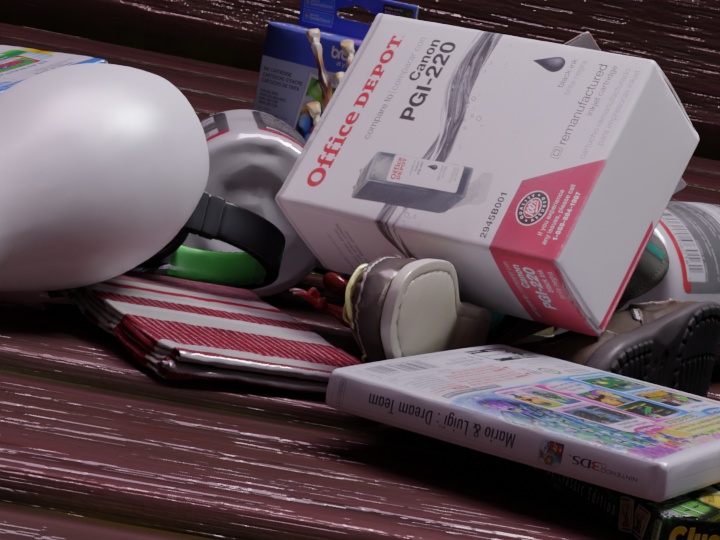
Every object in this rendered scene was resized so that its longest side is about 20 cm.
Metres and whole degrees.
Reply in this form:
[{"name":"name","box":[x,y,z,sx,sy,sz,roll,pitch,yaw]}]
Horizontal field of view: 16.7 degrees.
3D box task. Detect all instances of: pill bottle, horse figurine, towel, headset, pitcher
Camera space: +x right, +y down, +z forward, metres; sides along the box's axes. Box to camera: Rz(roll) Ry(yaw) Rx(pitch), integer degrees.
[{"name":"pill bottle","box":[0.208,0.010,1.639,0.114,0.114,0.200,17,10,35]},{"name":"horse figurine","box":[-0.003,-0.085,1.657,0.050,0.133,0.200,-14,-17,-8]},{"name":"towel","box":[-0.084,0.036,1.397,0.144,0.023,0.200,9,10,-29]},{"name":"headset","box":[-0.147,-0.018,1.494,0.200,0.094,0.124,18,-18,-14]},{"name":"pill bottle","box":[-0.079,-0.051,1.669,0.111,0.111,0.200,10,9,-7]},{"name":"pitcher","box":[-0.200,-0.041,1.376,0.200,0.121,0.172,-26,16,-37]}]

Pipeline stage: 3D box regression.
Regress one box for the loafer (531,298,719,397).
[{"name":"loafer","box":[0.158,0.047,1.458,0.071,0.073,0.200,16,9,28]}]

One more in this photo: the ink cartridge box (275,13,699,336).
[{"name":"ink cartridge box","box":[0.072,-0.060,1.431,0.200,0.146,0.085,13,-25,36]}]

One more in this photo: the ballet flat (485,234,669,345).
[{"name":"ballet flat","box":[0.113,0.017,1.507,0.064,0.067,0.200,26,-29,-26]}]

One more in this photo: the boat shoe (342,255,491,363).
[{"name":"boat shoe","box":[0.022,0.026,1.349,0.059,0.072,0.200,22,-2,16]}]

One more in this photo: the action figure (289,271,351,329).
[{"name":"action figure","box":[0.000,0.000,1.551,0.099,0.065,0.200,33,2,-19]}]

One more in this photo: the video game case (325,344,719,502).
[{"name":"video game case","box":[0.107,0.074,1.249,0.182,0.024,0.200,15,9,27]}]

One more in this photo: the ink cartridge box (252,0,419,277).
[{"name":"ink cartridge box","box":[-0.027,-0.105,1.789,0.119,0.200,0.042,18,9,40]}]

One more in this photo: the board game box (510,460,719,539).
[{"name":"board game box","box":[0.144,0.106,1.237,0.105,0.023,0.200,9,9,-26]}]

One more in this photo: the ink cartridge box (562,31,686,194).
[{"name":"ink cartridge box","box":[0.101,-0.070,1.613,0.200,0.176,0.045,49,11,-51]}]

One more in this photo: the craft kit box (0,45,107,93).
[{"name":"craft kit box","box":[-0.283,-0.092,1.504,0.200,0.049,0.197,-21,22,-30]}]
